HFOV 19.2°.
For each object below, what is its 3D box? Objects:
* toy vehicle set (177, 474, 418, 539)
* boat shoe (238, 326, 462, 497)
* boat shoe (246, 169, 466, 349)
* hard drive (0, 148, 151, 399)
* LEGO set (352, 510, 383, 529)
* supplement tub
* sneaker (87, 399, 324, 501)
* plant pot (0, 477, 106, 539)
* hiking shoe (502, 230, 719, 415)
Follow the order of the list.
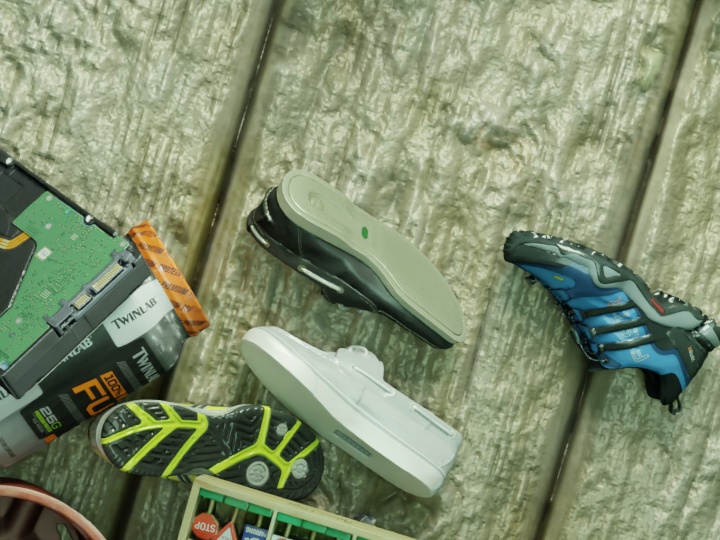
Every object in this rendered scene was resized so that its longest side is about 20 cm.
[{"bbox_3d":[-0.047,0.243,1.613,0.200,0.027,0.124,15,95,10],"label":"toy vehicle set"},{"bbox_3d":[-0.004,0.098,1.696,0.200,0.072,0.069,36,67,-3],"label":"boat shoe"},{"bbox_3d":[0.000,0.000,1.697,0.200,0.072,0.068,36,125,-16],"label":"boat shoe"},{"bbox_3d":[-0.268,-0.004,1.584,0.140,0.200,0.038,-45,141,-16],"label":"hard drive"},{"bbox_3d":[-0.007,0.291,1.680,0.200,0.116,0.154,-32,98,-5],"label":"LEGO set"},{"bbox_3d":[-0.224,0.052,1.628,0.200,0.123,0.123,-31,98,-4],"label":"supplement tub"},{"bbox_3d":[-0.121,0.134,1.680,0.200,0.076,0.076,16,86,-28],"label":"sneaker"},{"bbox_3d":[-0.275,0.243,1.598,0.200,0.195,0.201,-1,95,-8],"label":"plant pot"},{"bbox_3d":[0.195,0.037,1.714,0.200,0.074,0.087,29,89,-10],"label":"hiking shoe"}]
